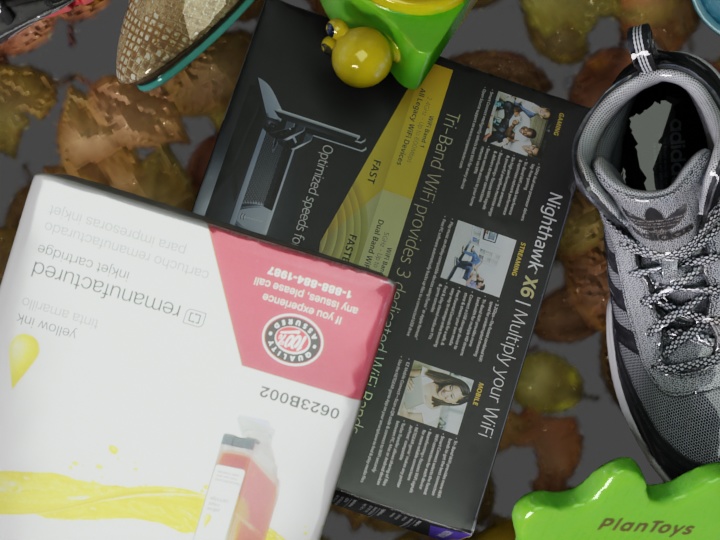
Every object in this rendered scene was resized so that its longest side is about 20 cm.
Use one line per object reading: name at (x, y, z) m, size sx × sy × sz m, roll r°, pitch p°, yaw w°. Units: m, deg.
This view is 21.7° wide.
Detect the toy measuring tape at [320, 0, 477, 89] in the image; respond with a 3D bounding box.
toy measuring tape at (0.033, -0.155, 0.819) m, size 0.073 × 0.074 × 0.200 m, roll 34°, pitch 59°, yaw -2°

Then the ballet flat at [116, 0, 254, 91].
ballet flat at (-0.048, -0.167, 0.833) m, size 0.200 × 0.070 × 0.065 m, roll -46°, pitch 121°, yaw -11°

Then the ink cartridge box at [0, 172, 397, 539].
ink cartridge box at (-0.082, 0.077, 0.734) m, size 0.145 × 0.083 × 0.201 m, roll 17°, pitch 91°, yaw -3°

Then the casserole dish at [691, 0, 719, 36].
casserole dish at (0.237, -0.147, 0.866) m, size 0.199 × 0.039 × 0.122 m, roll 10°, pitch 88°, yaw -4°

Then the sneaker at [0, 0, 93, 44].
sneaker at (-0.179, -0.121, 0.814) m, size 0.200 × 0.098 × 0.071 m, roll -33°, pitch 92°, yaw -2°

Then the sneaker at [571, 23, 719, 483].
sneaker at (0.128, -0.002, 0.776) m, size 0.075 × 0.114 × 0.201 m, roll -9°, pitch 80°, yaw 16°

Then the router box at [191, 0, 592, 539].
router box at (0.000, 0.000, 0.825) m, size 0.157 × 0.052 × 0.200 m, roll 19°, pitch 76°, yaw -2°

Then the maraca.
maraca at (0.088, 0.147, 0.793) m, size 0.137 × 0.107 × 0.200 m, roll 3°, pitch 133°, yaw -27°

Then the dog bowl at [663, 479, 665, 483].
dog bowl at (0.199, 0.035, 0.854) m, size 0.111 × 0.050 × 0.201 m, roll 17°, pitch 88°, yaw -2°
